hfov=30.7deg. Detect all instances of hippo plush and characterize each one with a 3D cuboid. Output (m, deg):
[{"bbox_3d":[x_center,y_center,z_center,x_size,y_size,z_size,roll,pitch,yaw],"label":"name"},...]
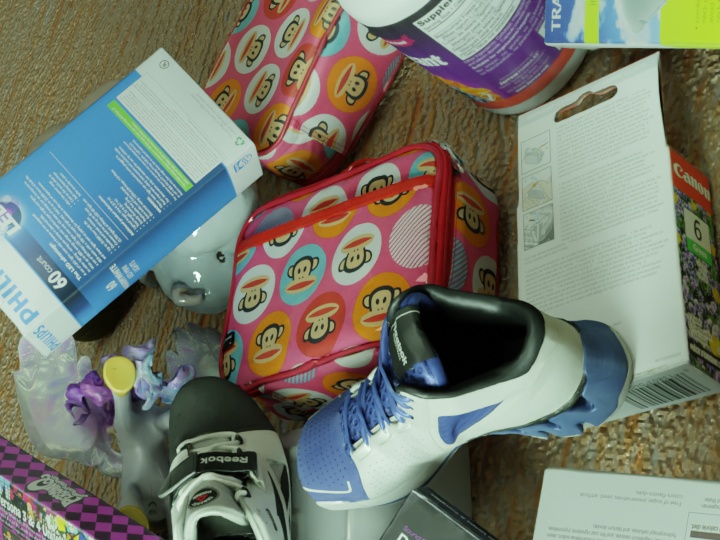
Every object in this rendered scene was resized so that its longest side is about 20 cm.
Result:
[{"bbox_3d":[-0.161,-0.029,0.995,0.161,0.159,0.201,34,121,36],"label":"hippo plush"}]

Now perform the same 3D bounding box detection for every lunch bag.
[{"bbox_3d":[-0.047,-0.179,1.037,0.176,0.082,0.200,36,97,51],"label":"lunch bag"},{"bbox_3d":[0.000,0.000,0.884,0.200,0.082,0.177,-19,53,38],"label":"lunch bag"}]

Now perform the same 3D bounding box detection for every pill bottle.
[{"bbox_3d":[0.052,-0.191,0.845,0.111,0.200,0.112,-25,52,36],"label":"pill bottle"}]

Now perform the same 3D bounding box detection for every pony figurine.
[{"bbox_3d":[-0.157,0.119,0.927,0.200,0.166,0.194,129,135,-69],"label":"pony figurine"}]

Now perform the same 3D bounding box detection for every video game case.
[{"bbox_3d":[-0.187,0.221,0.840,0.200,0.036,0.182,18,116,43],"label":"video game case"}]

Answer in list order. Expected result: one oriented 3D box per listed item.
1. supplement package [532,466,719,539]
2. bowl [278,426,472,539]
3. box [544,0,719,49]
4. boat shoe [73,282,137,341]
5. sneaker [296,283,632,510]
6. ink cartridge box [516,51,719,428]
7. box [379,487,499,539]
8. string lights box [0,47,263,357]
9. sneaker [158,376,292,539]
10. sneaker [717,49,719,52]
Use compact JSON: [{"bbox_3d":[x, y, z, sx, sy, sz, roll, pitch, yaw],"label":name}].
[{"bbox_3d":[0.160,0.203,0.549,0.150,0.152,0.201,-4,67,45],"label":"supplement package"},{"bbox_3d":[-0.029,0.185,0.825,0.199,0.075,0.201,-20,57,40],"label":"bowl"},{"bbox_3d":[0.166,-0.188,0.747,0.200,0.047,0.122,-160,70,-63],"label":"box"},{"bbox_3d":[-0.206,-0.033,1.138,0.201,0.073,0.063,-58,44,17],"label":"boat shoe"},{"bbox_3d":[0.032,0.058,0.708,0.199,0.115,0.081,-25,53,29],"label":"sneaker"},{"bbox_3d":[0.148,-0.017,0.765,0.109,0.050,0.201,-22,54,38],"label":"ink cartridge box"},{"bbox_3d":[0.036,0.238,0.704,0.143,0.036,0.200,35,97,18],"label":"box"},{"bbox_3d":[-0.177,-0.048,0.905,0.200,0.059,0.103,-41,75,-10],"label":"string lights box"},{"bbox_3d":[-0.077,0.135,0.764,0.074,0.089,0.200,-17,55,-2],"label":"sneaker"},{"bbox_3d":[0.222,-0.144,0.739,0.076,0.070,0.200,-56,40,9],"label":"sneaker"}]
